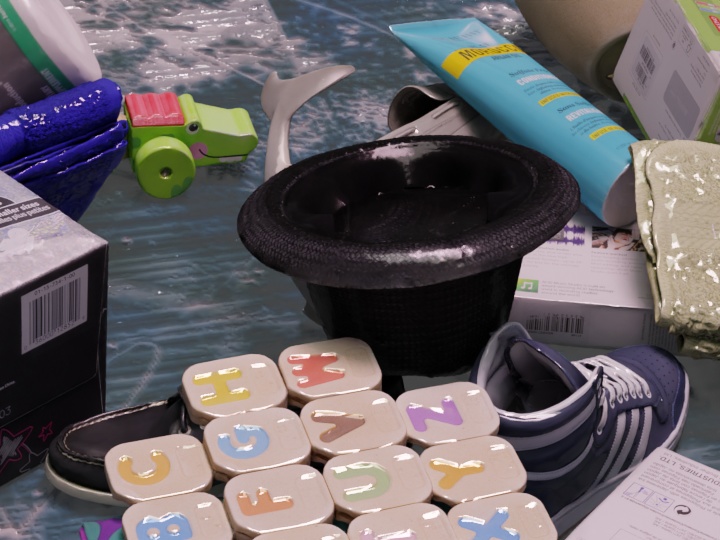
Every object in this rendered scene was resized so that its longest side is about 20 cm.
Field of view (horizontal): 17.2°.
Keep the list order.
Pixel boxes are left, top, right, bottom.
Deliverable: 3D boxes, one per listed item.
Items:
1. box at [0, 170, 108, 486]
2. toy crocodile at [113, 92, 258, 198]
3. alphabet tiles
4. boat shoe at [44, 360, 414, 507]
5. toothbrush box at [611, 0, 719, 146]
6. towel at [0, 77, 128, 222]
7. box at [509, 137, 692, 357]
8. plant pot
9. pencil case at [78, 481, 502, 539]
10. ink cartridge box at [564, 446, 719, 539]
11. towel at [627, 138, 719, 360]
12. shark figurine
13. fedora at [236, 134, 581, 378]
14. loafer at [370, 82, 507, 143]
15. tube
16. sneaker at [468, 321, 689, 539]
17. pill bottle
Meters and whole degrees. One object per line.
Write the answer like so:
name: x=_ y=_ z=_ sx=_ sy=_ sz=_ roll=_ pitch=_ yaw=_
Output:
box: x=-0.241 y=0.046 z=1.237 sx=0.114 sy=0.133 sz=0.199 roll=31 pitch=42 yaw=32
toy crocodile: x=-0.164 y=-0.086 z=1.509 sx=0.198 sy=0.062 sz=0.068 roll=-3 pitch=34 yaw=-9
alphabet tiles: x=-0.015 y=0.105 z=1.116 sx=0.194 sy=0.015 sz=0.201 roll=-9 pitch=42 yaw=-14
boat shoe: x=-0.068 y=0.078 z=1.261 sx=0.198 sy=0.066 sz=0.075 roll=-1 pitch=33 yaw=-5
toothbrush box: x=0.278 y=-0.102 z=1.498 sx=0.199 sy=0.087 sz=0.146 roll=9 pitch=31 yaw=-19
towel: x=-0.232 y=-0.031 z=1.368 sx=0.199 sy=0.148 sz=0.050 roll=-24 pitch=73 yaw=-34
box: x=0.160 y=-0.020 z=1.456 sx=0.143 sy=0.037 sz=0.201 roll=5 pitch=35 yaw=4
plant pot: x=0.193 y=-0.193 z=1.605 sx=0.199 sy=0.201 sz=0.135 roll=-1 pitch=59 yaw=-5
pencil case: x=-0.034 y=0.150 z=1.139 sx=0.198 sy=0.085 sz=0.093 roll=-7 pitch=44 yaw=-13
ink cartridge box: x=0.143 y=0.180 z=1.112 sx=0.136 sy=0.077 sz=0.200 roll=22 pitch=37 yaw=28
towel: x=0.252 y=-0.008 z=1.377 sx=0.199 sy=0.037 sz=0.149 roll=7 pitch=53 yaw=-17
shark figurine: x=-0.020 y=-0.008 z=1.364 sx=0.128 sy=0.089 sz=0.215 roll=-35 pitch=89 yaw=-25
fedora: x=0.028 y=-0.002 z=1.261 sx=0.199 sy=0.092 sz=0.201 roll=-3 pitch=21 yaw=1
loafer: x=0.053 y=-0.093 z=1.516 sx=0.070 sy=0.070 sz=0.200 roll=47 pitch=40 yaw=-3
tube: x=0.105 y=-0.102 z=1.475 sx=0.077 sy=0.051 sz=0.200 roll=-5 pitch=37 yaw=-44
sneaker: x=0.118 y=0.064 z=1.256 sx=0.070 sy=0.109 sz=0.200 roll=24 pitch=39 yaw=29
pill bottle: x=-0.262 y=-0.099 z=1.410 sx=0.199 sy=0.113 sz=0.113 roll=-35 pitch=37 yaw=5
